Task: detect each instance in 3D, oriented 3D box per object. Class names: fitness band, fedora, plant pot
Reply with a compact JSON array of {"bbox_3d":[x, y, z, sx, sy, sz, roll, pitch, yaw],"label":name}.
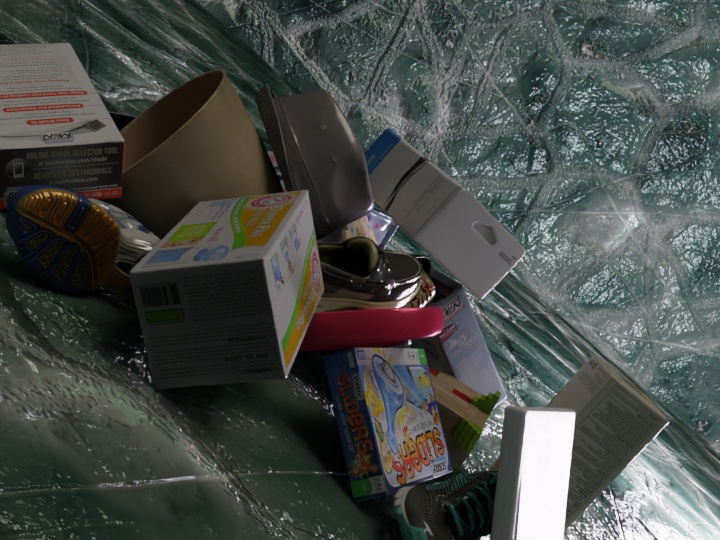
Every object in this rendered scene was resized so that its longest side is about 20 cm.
[{"bbox_3d":[-0.018,0.059,0.967,0.144,0.199,0.038,11,73,-74],"label":"fitness band"},{"bbox_3d":[-0.040,-0.111,1.067,0.177,0.090,0.201,70,1,-81],"label":"fedora"},{"bbox_3d":[-0.153,-0.070,1.032,0.200,0.187,0.187,52,7,-24],"label":"plant pot"}]

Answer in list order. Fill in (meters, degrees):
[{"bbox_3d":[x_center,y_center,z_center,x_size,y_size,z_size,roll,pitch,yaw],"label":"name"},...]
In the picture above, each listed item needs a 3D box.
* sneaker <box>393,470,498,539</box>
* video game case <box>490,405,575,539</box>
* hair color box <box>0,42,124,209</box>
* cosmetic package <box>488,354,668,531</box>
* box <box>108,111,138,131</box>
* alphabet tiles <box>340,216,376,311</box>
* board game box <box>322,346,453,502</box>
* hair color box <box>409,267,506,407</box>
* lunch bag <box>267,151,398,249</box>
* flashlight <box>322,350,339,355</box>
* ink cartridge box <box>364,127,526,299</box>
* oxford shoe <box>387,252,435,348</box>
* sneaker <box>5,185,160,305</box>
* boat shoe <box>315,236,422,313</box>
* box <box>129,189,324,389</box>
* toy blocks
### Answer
[{"bbox_3d":[0.095,0.214,0.911,0.078,0.091,0.200,66,18,8],"label":"sneaker"},{"bbox_3d":[0.158,0.226,0.921,0.023,0.201,0.182,5,-5,26],"label":"video game case"},{"bbox_3d":[-0.299,-0.139,0.925,0.111,0.064,0.200,-8,38,-27],"label":"hair color box"},{"bbox_3d":[0.262,0.214,1.220,0.105,0.200,0.071,39,11,-17],"label":"cosmetic package"},{"bbox_3d":[-0.248,-0.161,1.205,0.121,0.033,0.200,14,3,28],"label":"box"},{"bbox_3d":[0.005,0.007,1.187,0.200,0.015,0.196,-90,164,-47],"label":"alphabet tiles"},{"bbox_3d":[0.031,0.145,0.983,0.200,0.034,0.136,10,65,-68],"label":"board game box"},{"bbox_3d":[0.108,0.091,1.269,0.099,0.061,0.200,31,-27,50],"label":"hair color box"},{"bbox_3d":[-0.076,-0.076,1.298,0.169,0.127,0.200,26,2,41],"label":"lunch bag"},{"bbox_3d":[-0.055,0.062,1.107,0.200,0.068,0.068,41,-14,17],"label":"flashlight"},{"bbox_3d":[0.090,-0.072,1.224,0.145,0.084,0.200,39,6,-35],"label":"ink cartridge box"},{"bbox_3d":[0.046,0.024,1.133,0.200,0.075,0.071,-80,155,-64],"label":"oxford shoe"},{"bbox_3d":[-0.236,-0.027,0.847,0.088,0.075,0.200,39,0,29],"label":"sneaker"},{"bbox_3d":[-0.001,-0.001,1.030,0.200,0.066,0.072,-6,45,-44],"label":"boat shoe"},{"bbox_3d":[-0.104,0.009,0.858,0.200,0.112,0.102,-72,155,-69],"label":"box"},{"bbox_3d":[0.078,0.153,1.161,0.136,0.100,0.200,31,10,8],"label":"toy blocks"}]
